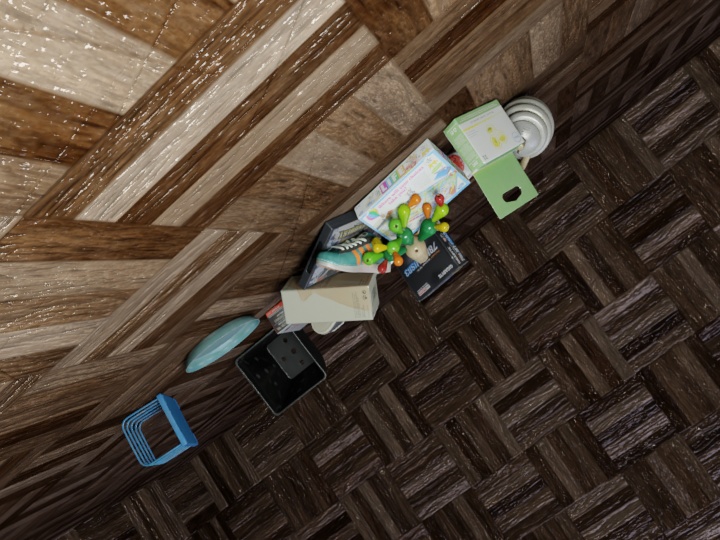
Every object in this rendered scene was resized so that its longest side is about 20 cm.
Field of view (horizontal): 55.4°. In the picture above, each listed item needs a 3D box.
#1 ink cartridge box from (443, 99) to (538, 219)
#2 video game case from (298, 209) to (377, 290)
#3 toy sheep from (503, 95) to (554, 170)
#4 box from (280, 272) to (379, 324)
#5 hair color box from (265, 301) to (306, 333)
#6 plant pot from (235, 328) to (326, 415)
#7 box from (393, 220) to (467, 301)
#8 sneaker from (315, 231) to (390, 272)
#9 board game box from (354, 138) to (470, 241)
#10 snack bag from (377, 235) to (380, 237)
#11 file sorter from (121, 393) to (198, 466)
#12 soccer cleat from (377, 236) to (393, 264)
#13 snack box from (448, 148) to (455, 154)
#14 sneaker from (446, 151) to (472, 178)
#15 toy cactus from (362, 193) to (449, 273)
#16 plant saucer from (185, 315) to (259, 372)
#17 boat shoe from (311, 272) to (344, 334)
[{"bbox_3d":[0.266,-0.218,1.324,0.144,0.202,0.048,-29,172,-37],"label":"ink cartridge box"},{"bbox_3d":[-0.029,-0.058,1.433,0.198,0.026,0.182,-28,155,-43],"label":"video game case"},{"bbox_3d":[0.346,-0.297,1.451,0.138,0.137,0.202,-41,-162,33],"label":"toy sheep"},{"bbox_3d":[-0.064,0.058,1.477,0.194,0.080,0.095,-4,-160,11],"label":"box"},{"bbox_3d":[-0.160,0.103,1.773,0.110,0.065,0.200,-37,173,7],"label":"hair color box"},{"bbox_3d":[-0.217,0.262,2.017,0.198,0.201,0.178,-38,-176,11],"label":"plant pot"},{"bbox_3d":[0.163,-0.049,1.815,0.049,0.201,0.200,-26,168,-38],"label":"box"},{"bbox_3d":[-0.012,-0.039,1.384,0.070,0.082,0.197,9,-174,43],"label":"sneaker"},{"bbox_3d":[0.102,-0.147,1.345,0.199,0.035,0.133,-41,135,19],"label":"board game box"},{"bbox_3d":[-0.016,-0.013,1.632,0.199,0.022,0.188,-38,146,7],"label":"snack bag"},{"bbox_3d":[-0.510,0.414,1.746,0.121,0.140,0.200,-31,171,-12],"label":"file sorter"},{"bbox_3d":[0.000,0.000,1.600,0.200,0.073,0.069,-44,-152,22],"label":"soccer cleat"},{"bbox_3d":[0.281,-0.304,1.531,0.198,0.025,0.072,-32,171,-32],"label":"snack box"},{"bbox_3d":[0.165,-0.199,1.416,0.198,0.068,0.108,-28,173,4],"label":"sneaker"},{"bbox_3d":[0.103,-0.056,1.353,0.200,0.103,0.165,-43,148,3],"label":"toy cactus"},{"bbox_3d":[-0.317,0.161,1.557,0.198,0.028,0.200,-36,171,-6],"label":"plant saucer"},{"bbox_3d":[-0.033,0.063,1.562,0.201,0.072,0.063,-49,159,2],"label":"boat shoe"}]
